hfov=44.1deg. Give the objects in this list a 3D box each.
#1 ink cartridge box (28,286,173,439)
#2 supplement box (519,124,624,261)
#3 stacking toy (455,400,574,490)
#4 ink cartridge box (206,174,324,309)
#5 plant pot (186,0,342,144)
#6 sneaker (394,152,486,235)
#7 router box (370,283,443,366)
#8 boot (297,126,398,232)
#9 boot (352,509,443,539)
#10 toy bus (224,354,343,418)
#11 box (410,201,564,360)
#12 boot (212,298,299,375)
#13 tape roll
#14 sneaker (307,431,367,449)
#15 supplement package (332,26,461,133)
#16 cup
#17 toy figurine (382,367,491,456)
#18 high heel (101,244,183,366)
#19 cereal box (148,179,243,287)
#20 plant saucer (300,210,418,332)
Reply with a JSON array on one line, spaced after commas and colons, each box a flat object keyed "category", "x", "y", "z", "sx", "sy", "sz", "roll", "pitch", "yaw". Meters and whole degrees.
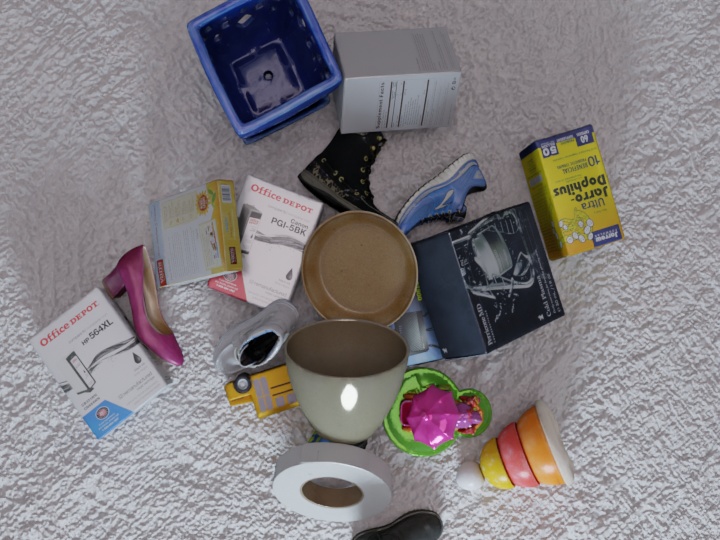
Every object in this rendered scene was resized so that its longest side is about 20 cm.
[{"category": "ink cartridge box", "x": -0.428, "y": 0.151, "z": 1.472, "sx": 0.145, "sy": 0.084, "sz": 0.202, "roll": -37, "pitch": 90, "yaw": -6}, {"category": "supplement box", "x": 0.364, "y": -0.132, "z": 1.541, "sx": 0.106, "sy": 0.110, "sz": 0.205, "roll": -16, "pitch": 88, "yaw": -5}, {"category": "stacking toy", "x": 0.251, "y": 0.320, "z": 1.506, "sx": 0.196, "sy": 0.146, "sz": 0.149, "roll": -23, "pitch": 88, "yaw": 10}, {"category": "ink cartridge box", "x": -0.159, "y": -0.041, "z": 1.507, "sx": 0.144, "sy": 0.083, "sz": 0.204, "roll": 19, "pitch": 85, "yaw": -2}, {"category": "plant pot", "x": -0.156, "y": -0.336, "z": 1.479, "sx": 0.197, "sy": 0.180, "sz": 0.203, "roll": -27, "pitch": 88, "yaw": -6}, {"category": "sneaker", "x": 0.139, "y": -0.113, "z": 1.538, "sx": 0.199, "sy": 0.079, "sz": 0.090, "roll": -38, "pitch": 87, "yaw": -6}, {"category": "router box", "x": 0.093, "y": 0.060, "z": 1.530, "sx": 0.146, "sy": 0.062, "sz": 0.205, "roll": -11, "pitch": 87, "yaw": -6}, {"category": "boot", "x": 0.009, "y": -0.164, "z": 1.518, "sx": 0.201, "sy": 0.074, "sz": 0.155, "roll": 33, "pitch": 82, "yaw": 18}, {"category": "boot", "x": 0.065, "y": 0.458, "z": 1.431, "sx": 0.178, "sy": 0.200, "sz": 0.074, "roll": -21, "pitch": 88, "yaw": -5}, {"category": "toy bus", "x": -0.127, "y": 0.193, "z": 1.503, "sx": 0.196, "sy": 0.065, "sz": 0.080, "roll": -17, "pitch": 89, "yaw": -6}, {"category": "box", "x": 0.208, "y": 0.017, "z": 1.470, "sx": 0.194, "sy": 0.123, "sz": 0.204, "roll": -20, "pitch": 92, "yaw": -33}, {"category": "boot", "x": -0.185, "y": 0.126, "z": 1.444, "sx": 0.074, "sy": 0.096, "sz": 0.199, "roll": 45, "pitch": 119, "yaw": -9}, {"category": "tape roll", "x": -0.045, "y": 0.345, "z": 1.440, "sx": 0.198, "sy": 0.205, "sz": 0.038, "roll": 10, "pitch": 48, "yaw": -3}, {"category": "sneaker", "x": -0.013, "y": 0.262, "z": 1.513, "sx": 0.083, "sy": 0.071, "sz": 0.201, "roll": 41, "pitch": 82, "yaw": -20}, {"category": "supplement package", "x": 0.055, "y": -0.320, "z": 1.497, "sx": 0.195, "sy": 0.121, "sz": 0.123, "roll": -5, "pitch": 52, "yaw": -9}, {"category": "cup", "x": -0.023, "y": 0.184, "z": 1.402, "sx": 0.195, "sy": 0.201, "sz": 0.147, "roll": -1, "pitch": 113, "yaw": -4}, {"category": "toy figurine", "x": 0.140, "y": 0.241, "z": 1.461, "sx": 0.195, "sy": 0.184, "sz": 0.154, "roll": 4, "pitch": 86, "yaw": -5}, {"category": "high heel", "x": -0.340, "y": 0.059, "z": 1.485, "sx": 0.095, "sy": 0.067, "sz": 0.201, "roll": -39, "pitch": 83, "yaw": 11}, {"category": "cereal box", "x": -0.273, "y": -0.057, "z": 1.457, "sx": 0.039, "sy": 0.197, "sz": 0.148, "roll": -3, "pitch": 85, "yaw": -46}, {"category": "plant saucer", "x": 0.000, "y": 0.000, "z": 1.467, "sx": 0.195, "sy": 0.035, "sz": 0.206, "roll": 2, "pitch": 103, "yaw": 10}]
